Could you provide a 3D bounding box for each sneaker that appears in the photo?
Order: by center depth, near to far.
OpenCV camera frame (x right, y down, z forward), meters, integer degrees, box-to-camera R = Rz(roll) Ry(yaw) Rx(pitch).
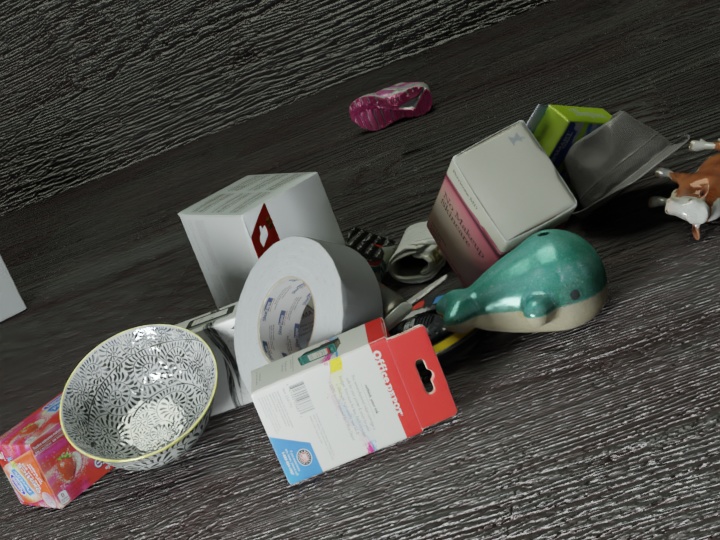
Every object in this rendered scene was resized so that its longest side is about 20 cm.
[{"bbox_3d":[-0.012,0.030,1.541,0.077,0.083,0.199,-38,20,-19],"label":"sneaker"},{"bbox_3d":[0.131,-0.036,1.809,0.198,0.074,0.116,-21,19,31],"label":"sneaker"},{"bbox_3d":[0.000,0.000,1.826,0.069,0.095,0.200,19,12,3],"label":"sneaker"},{"bbox_3d":[0.072,-0.368,2.864,0.197,0.083,0.088,-8,19,18],"label":"sneaker"}]

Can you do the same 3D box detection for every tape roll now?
[{"bbox_3d":[-0.063,0.064,1.504,0.066,0.204,0.199,12,-10,-41],"label":"tape roll"}]

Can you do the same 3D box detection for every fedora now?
[{"bbox_3d":[0.338,-0.152,1.722,0.176,0.091,0.200,-36,-5,-13],"label":"fedora"}]

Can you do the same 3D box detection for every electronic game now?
[{"bbox_3d":[0.071,0.079,1.574,0.197,0.042,0.200,-21,18,7],"label":"electronic game"}]

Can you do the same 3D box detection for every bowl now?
[{"bbox_3d":[-0.257,0.173,1.577,0.197,0.095,0.203,-8,48,9],"label":"bowl"}]

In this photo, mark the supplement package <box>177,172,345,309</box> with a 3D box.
[{"bbox_3d":[-0.134,-0.028,1.901,0.146,0.194,0.199,-32,20,-29],"label":"supplement package"}]

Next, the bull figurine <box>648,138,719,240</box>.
[{"bbox_3d":[0.434,-0.108,1.612,0.198,0.066,0.121,-28,31,-26],"label":"bull figurine"}]

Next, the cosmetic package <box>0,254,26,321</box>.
[{"bbox_3d":[-0.814,0.024,2.613,0.197,0.202,0.123,-27,17,-17],"label":"cosmetic package"}]

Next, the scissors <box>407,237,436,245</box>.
[{"bbox_3d":[0.167,-0.043,1.763,0.197,0.074,0.014,-21,-12,-2],"label":"scissors"}]

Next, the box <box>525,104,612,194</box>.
[{"bbox_3d":[0.280,-0.167,1.798,0.048,0.123,0.199,41,26,26],"label":"box"}]

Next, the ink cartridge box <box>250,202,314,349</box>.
[{"bbox_3d":[-0.075,0.015,1.680,0.047,0.202,0.160,-21,17,9],"label":"ink cartridge box"}]

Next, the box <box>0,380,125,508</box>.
[{"bbox_3d":[-0.354,0.207,1.649,0.099,0.097,0.199,-7,23,45],"label":"box"}]

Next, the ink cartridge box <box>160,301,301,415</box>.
[{"bbox_3d":[-0.176,0.115,1.660,0.197,0.117,0.068,-20,16,11],"label":"ink cartridge box"}]

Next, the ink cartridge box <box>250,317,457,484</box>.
[{"bbox_3d":[-0.008,0.132,1.388,0.197,0.118,0.067,-22,18,2],"label":"ink cartridge box"}]

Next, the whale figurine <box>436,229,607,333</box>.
[{"bbox_3d":[0.183,0.014,1.482,0.197,0.105,0.159,-11,17,-2],"label":"whale figurine"}]

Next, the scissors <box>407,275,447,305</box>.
[{"bbox_3d":[0.022,0.065,1.570,0.200,0.014,0.073,-43,19,-24],"label":"scissors"}]

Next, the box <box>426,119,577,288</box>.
[{"bbox_3d":[0.170,-0.069,1.598,0.108,0.129,0.200,-27,-17,-16],"label":"box"}]
